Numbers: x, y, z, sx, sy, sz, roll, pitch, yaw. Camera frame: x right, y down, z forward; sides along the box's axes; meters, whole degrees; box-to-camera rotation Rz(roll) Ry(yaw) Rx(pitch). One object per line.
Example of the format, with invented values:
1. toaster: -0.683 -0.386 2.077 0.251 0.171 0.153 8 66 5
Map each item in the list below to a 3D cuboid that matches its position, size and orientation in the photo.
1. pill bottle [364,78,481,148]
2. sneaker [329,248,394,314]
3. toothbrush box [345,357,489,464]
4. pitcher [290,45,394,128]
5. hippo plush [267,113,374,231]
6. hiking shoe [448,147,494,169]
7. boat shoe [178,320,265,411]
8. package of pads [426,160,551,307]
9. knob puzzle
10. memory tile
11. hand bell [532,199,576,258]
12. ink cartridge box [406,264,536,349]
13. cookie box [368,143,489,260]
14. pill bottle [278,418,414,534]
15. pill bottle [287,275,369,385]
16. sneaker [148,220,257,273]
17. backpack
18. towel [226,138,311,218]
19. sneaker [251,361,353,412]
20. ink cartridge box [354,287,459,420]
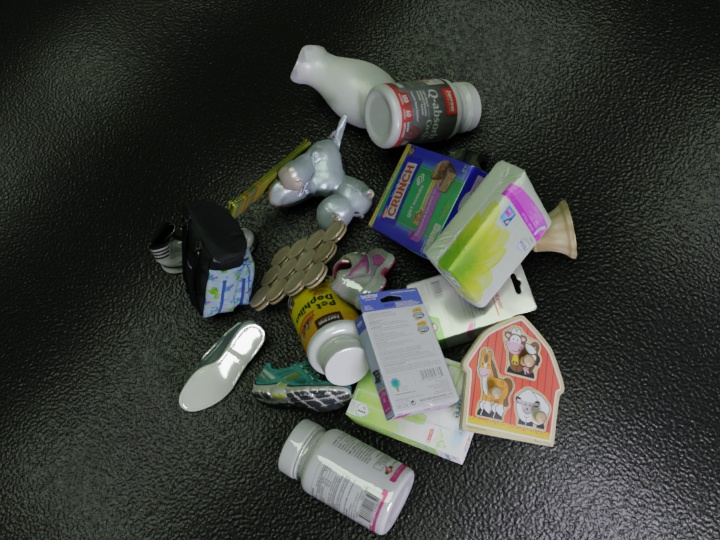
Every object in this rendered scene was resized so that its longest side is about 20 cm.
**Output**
1. pill bottle: 0.117 -0.295 1.368 0.200 0.116 0.116 -14 62 -28
2. sneaker: 0.000 0.000 1.273 0.088 0.200 0.081 31 108 -3
3. toothbrush box: 0.098 0.213 1.221 0.200 0.086 0.146 19 73 16
4. pitcher: -0.015 -0.371 1.467 0.200 0.172 0.121 32 121 7
5. hippo plush: -0.059 -0.149 1.388 0.161 0.159 0.200 46 65 0
6. hiking shoe: 0.205 -0.135 1.344 0.100 0.076 0.200 0 72 9
7. boat shoe: -0.252 0.170 1.334 0.200 0.073 0.062 -48 24 -2
8. package of pads: 0.210 -0.053 1.186 0.200 0.155 0.068 -50 49 -4
9. knob puzzle: 0.251 0.168 1.178 0.219 0.030 0.220 5 77 -23
10. memory tile: -0.111 -0.007 1.312 0.200 0.017 0.153 -21 35 42
11. hand bell: 0.265 -0.053 1.285 0.200 0.104 0.104 -11 67 8
12. ink cartridge box: 0.192 0.056 1.274 0.200 0.067 0.117 -17 66 5
13. cookie box: 0.122 -0.115 1.278 0.200 0.075 0.171 34 100 55
14. pill bottle: -0.025 0.326 1.184 0.200 0.113 0.113 25 75 19
15. pill bottle: -0.050 0.101 1.243 0.109 0.109 0.200 -29 38 -1
16. sneaker: -0.303 -0.051 1.390 0.200 0.115 0.076 -13 66 6
17. backpack: -0.257 -0.005 1.317 0.154 0.200 0.163 -5 45 -36
18. towel: -0.171 -0.165 1.353 0.018 0.086 0.200 46 66 -1
19. sneaker: -0.101 0.191 1.259 0.200 0.078 0.080 0 56 32
20. ink cartridge box: 0.067 0.127 1.162 0.119 0.042 0.200 -7 68 -28
